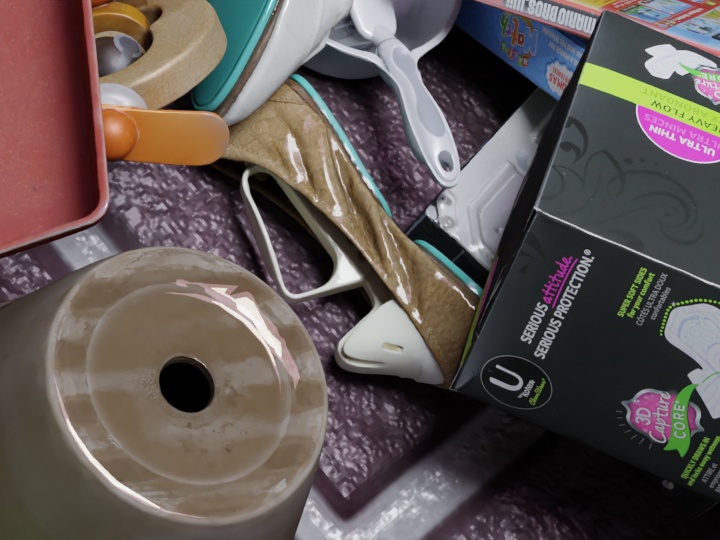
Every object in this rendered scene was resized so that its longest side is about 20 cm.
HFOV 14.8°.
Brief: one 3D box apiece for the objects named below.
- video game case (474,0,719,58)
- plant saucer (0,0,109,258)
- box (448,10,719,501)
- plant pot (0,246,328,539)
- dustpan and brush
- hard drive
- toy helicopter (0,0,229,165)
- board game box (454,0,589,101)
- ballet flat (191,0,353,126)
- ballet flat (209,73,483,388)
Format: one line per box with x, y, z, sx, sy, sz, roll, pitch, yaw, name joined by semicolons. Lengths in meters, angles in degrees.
0.133;-0.133;1.341;0.199;0.018;0.143;21;23;23;video game case
-0.194;-0.071;1.169;0.037;0.199;0.200;49;28;-56;plant saucer
0.163;0.005;1.225;0.199;0.124;0.149;23;44;-1;box
-0.100;0.078;1.126;0.199;0.174;0.201;11;60;-20;plant pot
0.005;-0.120;1.349;0.139;0.057;0.201;-6;68;-29;dustpan and brush
0.133;0.005;1.363;0.200;0.038;0.140;43;54;1;hard drive
-0.146;-0.063;1.218;0.200;0.079;0.132;-32;37;-17;toy helicopter
0.164;-0.115;1.389;0.199;0.037;0.151;-2;25;-26;board game box
-0.027;-0.155;1.297;0.069;0.069;0.201;16;74;-19;ballet flat
0.000;0.000;1.289;0.072;0.068;0.200;-39;85;-15;ballet flat
